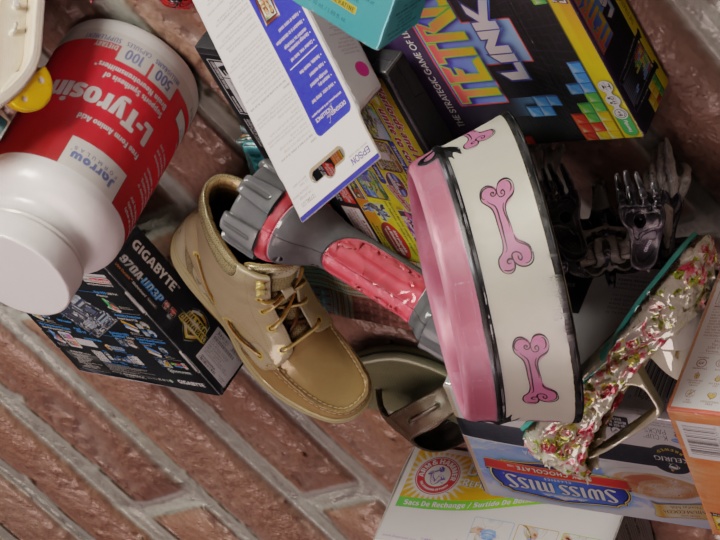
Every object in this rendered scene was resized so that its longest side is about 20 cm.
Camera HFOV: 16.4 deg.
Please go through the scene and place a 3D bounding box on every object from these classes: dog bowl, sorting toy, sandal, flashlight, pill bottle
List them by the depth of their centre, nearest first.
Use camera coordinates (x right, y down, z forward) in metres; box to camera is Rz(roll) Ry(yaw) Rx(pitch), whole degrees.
[{"bbox_3d":[0.081,0.006,1.569,0.073,0.201,0.201,-13,140,-1],"label":"dog bowl"},{"bbox_3d":[0.000,0.000,1.725,0.199,0.068,0.068,33,160,12],"label":"flashlight"},{"bbox_3d":[-0.201,-0.071,1.756,0.112,0.201,0.113,17,145,12],"label":"pill bottle"},{"bbox_3d":[-0.290,-0.147,1.762,0.106,0.201,0.180,11,155,-22],"label":"sorting toy"},{"bbox_3d":[0.067,0.112,1.951,0.200,0.058,0.080,17,145,14],"label":"sandal"}]

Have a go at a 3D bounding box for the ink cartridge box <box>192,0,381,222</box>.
[{"bbox_3d":[-0.046,-0.141,1.603,0.095,0.037,0.201,-37,72,46],"label":"ink cartridge box"}]

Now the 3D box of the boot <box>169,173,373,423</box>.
[{"bbox_3d":[-0.056,0.021,1.840,0.200,0.073,0.155,50,161,3],"label":"boot"}]

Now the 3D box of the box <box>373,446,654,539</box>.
[{"bbox_3d":[0.126,0.225,2.023,0.199,0.102,0.113,7,142,26],"label":"box"}]

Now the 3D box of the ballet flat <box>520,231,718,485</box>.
[{"bbox_3d":[0.183,0.061,1.633,0.064,0.076,0.200,43,119,9],"label":"ballet flat"}]

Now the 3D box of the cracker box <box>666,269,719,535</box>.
[{"bbox_3d":[0.266,0.056,1.616,0.057,0.201,0.134,6,141,29],"label":"cracker box"}]

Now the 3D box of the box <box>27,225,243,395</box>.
[{"bbox_3d":[-0.203,0.025,1.987,0.199,0.046,0.159,6,144,49],"label":"box"}]

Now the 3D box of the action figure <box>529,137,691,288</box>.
[{"bbox_3d":[0.163,-0.041,1.649,0.118,0.103,0.200,-1,177,5],"label":"action figure"}]

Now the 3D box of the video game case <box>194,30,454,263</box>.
[{"bbox_3d":[-0.001,-0.080,1.699,0.180,0.026,0.200,12,146,42],"label":"video game case"}]

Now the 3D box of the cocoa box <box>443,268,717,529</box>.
[{"bbox_3d":[0.182,0.085,1.771,0.199,0.134,0.132,7,141,26],"label":"cocoa box"}]

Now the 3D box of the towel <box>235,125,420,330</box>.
[{"bbox_3d":[-0.005,-0.025,1.849,0.146,0.022,0.201,11,143,23],"label":"towel"}]

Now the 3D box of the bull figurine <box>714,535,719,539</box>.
[{"bbox_3d":[0.356,0.183,1.811,0.199,0.121,0.065,18,123,21],"label":"bull figurine"}]

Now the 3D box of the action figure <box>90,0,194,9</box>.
[{"bbox_3d":[-0.170,-0.215,1.686,0.199,0.052,0.066,24,143,0],"label":"action figure"}]

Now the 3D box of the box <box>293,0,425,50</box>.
[{"bbox_3d":[0.018,-0.235,1.463,0.082,0.049,0.201,32,130,16],"label":"box"}]

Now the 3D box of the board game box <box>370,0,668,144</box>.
[{"bbox_3d":[0.079,-0.166,1.575,0.165,0.057,0.200,-4,136,35],"label":"board game box"}]
